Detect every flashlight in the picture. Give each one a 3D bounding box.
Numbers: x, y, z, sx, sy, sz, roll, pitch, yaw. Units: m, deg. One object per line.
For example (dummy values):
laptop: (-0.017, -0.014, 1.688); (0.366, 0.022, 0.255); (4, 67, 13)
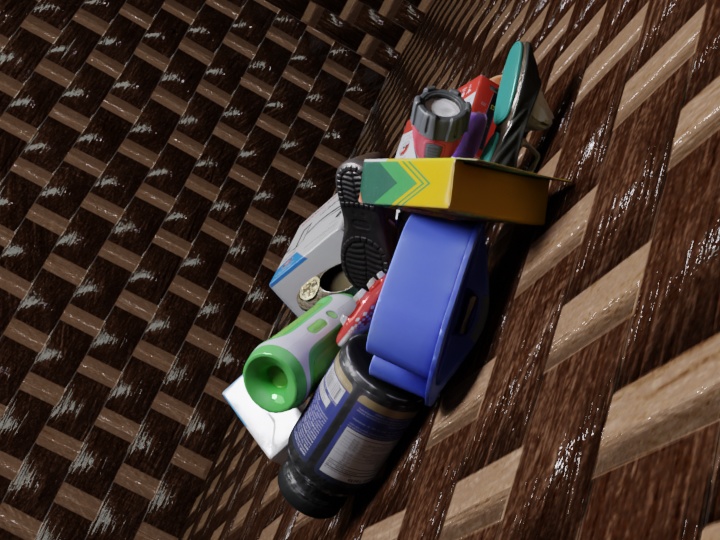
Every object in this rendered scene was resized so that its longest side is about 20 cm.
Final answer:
flashlight: (0.080, -0.116, 1.176); (0.067, 0.068, 0.201); (-20, -37, -25)

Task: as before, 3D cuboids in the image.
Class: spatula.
spatula: (0.113, -0.167, 1.226); (0.200, 0.020, 0.057); (-133, 57, -77)

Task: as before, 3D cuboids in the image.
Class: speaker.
speaker: (-0.059, 0.095, 1.202); (0.089, 0.088, 0.200); (-58, -11, 30)

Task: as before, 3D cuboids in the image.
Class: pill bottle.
pill bottle: (-0.015, 0.181, 1.138); (0.201, 0.111, 0.112); (-59, 9, 25)

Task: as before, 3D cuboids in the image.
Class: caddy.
caddy: (0.080, 0.038, 1.039); (0.142, 0.104, 0.202); (84, -156, -64)

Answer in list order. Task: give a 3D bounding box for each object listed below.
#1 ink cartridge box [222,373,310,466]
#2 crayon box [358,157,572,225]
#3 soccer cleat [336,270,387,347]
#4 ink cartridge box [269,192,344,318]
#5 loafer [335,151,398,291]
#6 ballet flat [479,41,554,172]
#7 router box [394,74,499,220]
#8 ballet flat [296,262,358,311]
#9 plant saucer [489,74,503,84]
ink cartridge box: (-0.084, 0.204, 1.305); (0.068, 0.115, 0.200); (-42, -30, -1)
crayon box: (0.102, -0.081, 1.027); (0.199, 0.126, 0.052); (9, 91, 59)
soccer cleat: (0.056, 0.025, 1.155); (0.200, 0.085, 0.069); (-46, 0, -7)
ink cartridge box: (-0.037, -0.036, 1.468); (0.146, 0.084, 0.201); (-38, 16, 25)
loafer: (0.021, -0.054, 1.206); (0.071, 0.072, 0.202); (-46, -35, -41)
ballet flat: (0.176, -0.156, 1.145); (0.068, 0.068, 0.202); (-168, 97, -78)
router box: (0.104, -0.142, 1.336); (0.199, 0.048, 0.181); (-21, 47, 62)
ballet flat: (0.000, 0.000, 1.322); (0.198, 0.046, 0.068); (-20, 48, 17)
plant saucer: (0.158, -0.165, 1.346); (0.201, 0.032, 0.202); (-52, 24, 33)
